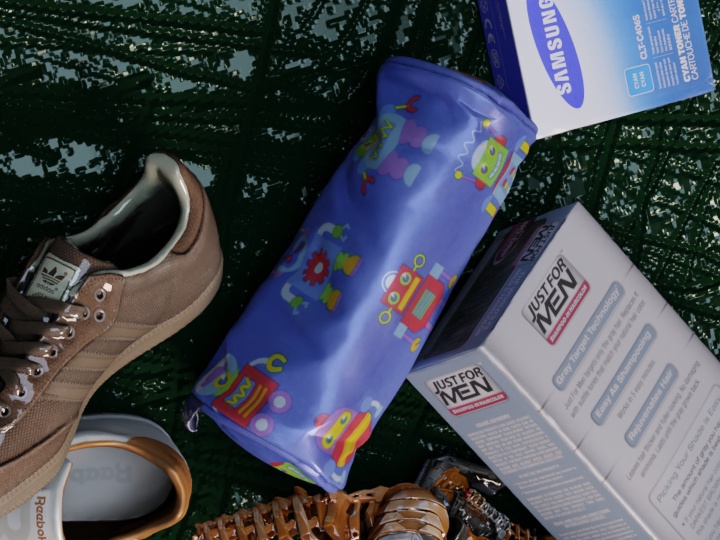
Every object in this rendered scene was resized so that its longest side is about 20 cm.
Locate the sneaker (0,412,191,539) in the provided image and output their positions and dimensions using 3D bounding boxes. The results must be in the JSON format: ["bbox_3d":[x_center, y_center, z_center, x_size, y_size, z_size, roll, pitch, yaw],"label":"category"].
[{"bbox_3d":[-0.169,0.096,1.228,0.199,0.085,0.073,-8,100,-15],"label":"sneaker"}]

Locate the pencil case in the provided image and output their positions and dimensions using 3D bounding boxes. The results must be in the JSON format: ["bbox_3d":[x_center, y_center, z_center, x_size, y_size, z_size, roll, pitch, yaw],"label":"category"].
[{"bbox_3d":[0.000,0.000,1.273,0.078,0.087,0.200,34,84,-43],"label":"pencil case"}]

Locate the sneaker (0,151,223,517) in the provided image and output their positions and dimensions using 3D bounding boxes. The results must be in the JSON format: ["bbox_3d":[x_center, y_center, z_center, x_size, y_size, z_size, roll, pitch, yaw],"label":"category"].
[{"bbox_3d":[-0.137,0.025,1.209,0.200,0.070,0.076,-48,147,-32],"label":"sneaker"}]

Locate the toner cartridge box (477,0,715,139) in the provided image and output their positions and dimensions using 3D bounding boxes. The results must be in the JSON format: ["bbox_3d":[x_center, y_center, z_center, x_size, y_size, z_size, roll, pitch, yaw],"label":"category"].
[{"bbox_3d":[0.095,-0.169,1.305,0.095,0.043,0.201,-16,100,-14],"label":"toner cartridge box"}]

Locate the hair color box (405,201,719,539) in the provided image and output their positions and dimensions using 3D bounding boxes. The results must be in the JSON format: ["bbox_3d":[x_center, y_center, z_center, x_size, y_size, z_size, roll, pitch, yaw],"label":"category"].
[{"bbox_3d":[0.123,0.077,1.313,0.200,0.061,0.099,48,54,-17],"label":"hair color box"}]

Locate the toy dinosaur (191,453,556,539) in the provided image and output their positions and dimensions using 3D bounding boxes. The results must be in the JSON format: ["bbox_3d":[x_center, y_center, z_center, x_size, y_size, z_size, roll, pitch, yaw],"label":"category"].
[{"bbox_3d":[0.019,0.146,1.302,0.199,0.102,0.136,7,69,-5],"label":"toy dinosaur"}]
